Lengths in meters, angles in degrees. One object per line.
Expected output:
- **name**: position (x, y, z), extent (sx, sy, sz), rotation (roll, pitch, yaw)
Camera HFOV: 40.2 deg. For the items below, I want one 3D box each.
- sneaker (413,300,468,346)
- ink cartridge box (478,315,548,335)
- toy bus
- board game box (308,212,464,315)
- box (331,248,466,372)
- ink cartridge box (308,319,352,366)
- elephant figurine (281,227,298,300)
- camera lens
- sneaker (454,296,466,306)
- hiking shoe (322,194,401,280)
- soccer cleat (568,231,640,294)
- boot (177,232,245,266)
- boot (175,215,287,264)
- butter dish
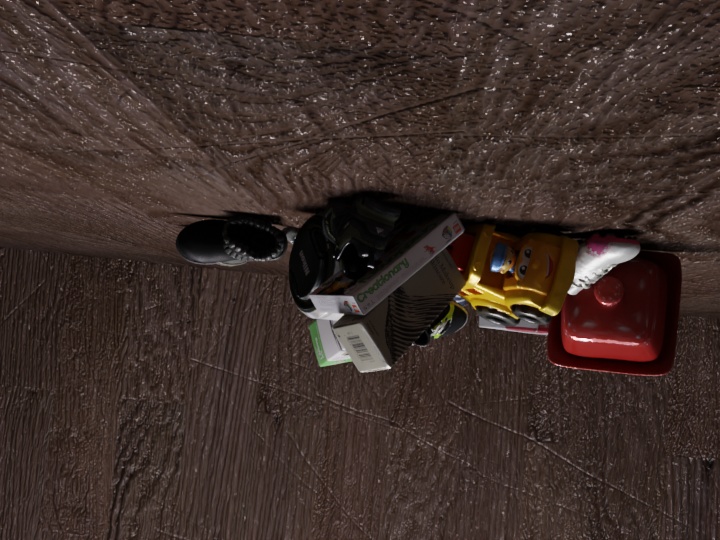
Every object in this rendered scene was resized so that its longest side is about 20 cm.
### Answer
- **sneaker**: position (0.086, 0.087, 1.456), extent (0.198, 0.072, 0.083), rotation (3, -145, -35)
- **ink cartridge box**: position (0.342, 0.046, 1.835), extent (0.199, 0.146, 0.145), rotation (7, 176, -41)
- **toy bus**: position (0.190, -0.013, 1.435), extent (0.191, 0.137, 0.200), rotation (24, 168, -21)
- **board game box**: position (0.036, -0.010, 1.355), extent (0.200, 0.035, 0.126), rotation (-39, -162, -25)
- **box**: position (0.056, 0.048, 1.354), extent (0.068, 0.083, 0.200), rotation (-15, -156, 50)
- **ink cartridge box**: position (0.014, 0.095, 1.699), extent (0.145, 0.085, 0.200), rotation (-9, 166, -23)
- **elephant figurine**: position (-0.062, 0.033, 1.817), extent (0.154, 0.202, 0.141), rotation (5, 177, 16)
- **camera lens**: position (0.000, 0.000, 1.511), extent (0.198, 0.162, 0.160), rotation (8, 176, -31)
- **sneaker**: position (0.103, 0.000, 1.692), extent (0.199, 0.071, 0.109), rotation (26, 154, -3)
- **hiking shoe**: position (-0.015, -0.040, 1.313), extent (0.075, 0.102, 0.200), rotation (21, 170, -14)
- **soccer cleat**: position (0.337, -0.008, 1.440), extent (0.069, 0.087, 0.200), rotation (7, 175, -23)
- **boot**: position (-0.253, -0.054, 1.935), extent (0.180, 0.073, 0.199), rotation (6, 170, -34)
- **boot**: position (-0.228, -0.052, 1.696), extent (0.209, 0.080, 0.158), rotation (-3, -178, 3)
- **butter dish**: position (0.386, 0.048, 1.513), extent (0.198, 0.201, 0.148), rotation (5, 166, 20)
